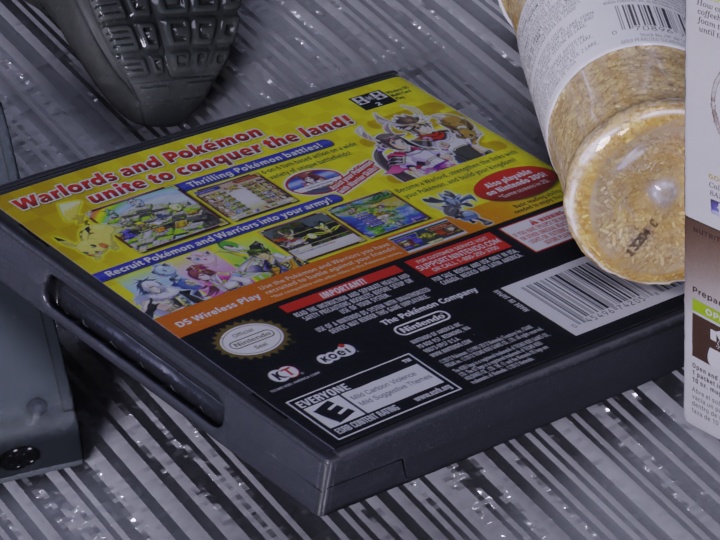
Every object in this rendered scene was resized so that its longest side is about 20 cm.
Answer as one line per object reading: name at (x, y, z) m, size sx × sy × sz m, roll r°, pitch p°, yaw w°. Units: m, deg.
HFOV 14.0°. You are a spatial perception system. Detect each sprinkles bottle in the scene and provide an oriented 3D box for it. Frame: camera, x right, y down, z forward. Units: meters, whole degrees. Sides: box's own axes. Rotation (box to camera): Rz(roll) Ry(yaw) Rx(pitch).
sprinkles bottle at (0.090, -0.073, 1.026) m, size 0.068 × 0.069 × 0.200 m, roll -7°, pitch 31°, yaw -1°

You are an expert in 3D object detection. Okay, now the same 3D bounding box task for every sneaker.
sneaker at (-0.109, -0.132, 1.141) m, size 0.076 × 0.091 × 0.201 m, roll 1°, pitch 55°, yaw -36°

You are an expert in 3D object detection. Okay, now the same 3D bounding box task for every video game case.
video game case at (0.000, 0.000, 0.969) m, size 0.200 × 0.026 × 0.180 m, roll -19°, pitch 40°, yaw -40°

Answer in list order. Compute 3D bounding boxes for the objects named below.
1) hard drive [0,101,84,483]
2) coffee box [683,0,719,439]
hard drive at (-0.204, 0.022, 0.977) m, size 0.199 × 0.033 × 0.140 m, roll -12°, pitch 57°, yaw -8°
coffee box at (0.162, -0.040, 0.903) m, size 0.080 × 0.201 × 0.113 m, roll 27°, pitch 51°, yaw 33°
